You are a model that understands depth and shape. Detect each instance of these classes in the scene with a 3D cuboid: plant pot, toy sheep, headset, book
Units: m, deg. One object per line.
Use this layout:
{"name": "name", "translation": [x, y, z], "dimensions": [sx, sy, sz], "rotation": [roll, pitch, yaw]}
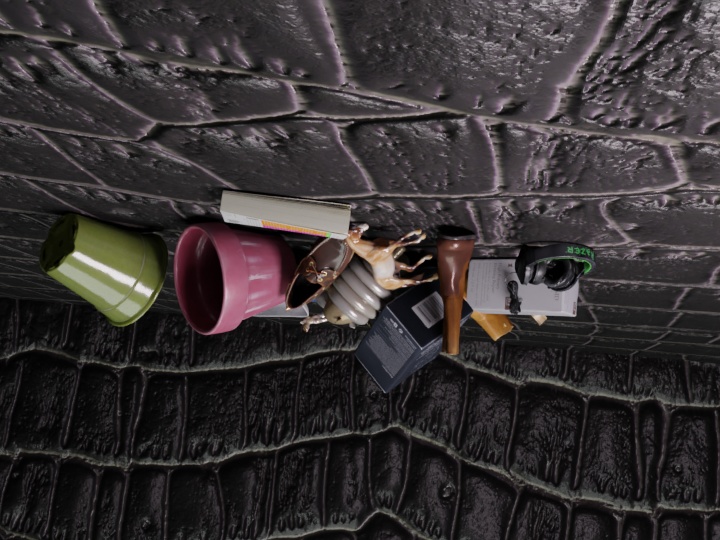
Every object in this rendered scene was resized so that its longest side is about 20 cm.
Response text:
{"name": "plant pot", "translation": [-0.224, 0.007, 1.714], "dimensions": [0.178, 0.202, 0.199], "rotation": [-7, -179, -37]}
{"name": "toy sheep", "translation": [0.006, 0.022, 1.712], "dimensions": [0.138, 0.200, 0.138], "rotation": [41, -168, -10]}
{"name": "headset", "translation": [0.321, 0.011, 1.612], "dimensions": [0.122, 0.095, 0.200], "rotation": [11, 159, -27]}
{"name": "book", "translation": [-0.119, -0.083, 1.470], "dimensions": [0.198, 0.049, 0.134], "rotation": [8, 174, -5]}
{"name": "plant pot", "translation": [-0.511, -0.017, 1.796], "dimensions": [0.199, 0.202, 0.189], "rotation": [-2, 157, 43]}

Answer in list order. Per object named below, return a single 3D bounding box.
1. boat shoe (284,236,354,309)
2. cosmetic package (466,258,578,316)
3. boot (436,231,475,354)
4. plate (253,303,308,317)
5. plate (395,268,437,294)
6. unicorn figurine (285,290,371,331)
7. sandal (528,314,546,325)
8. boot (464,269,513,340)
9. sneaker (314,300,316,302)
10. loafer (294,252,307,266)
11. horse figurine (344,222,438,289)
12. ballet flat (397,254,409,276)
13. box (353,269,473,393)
{"name": "boat shoe", "translation": [-0.074, 0.001, 1.634], "dimensions": [0.070, 0.070, 0.200], "rotation": [36, 134, 1]}
{"name": "cosmetic package", "translation": [0.304, 0.031, 1.738], "dimensions": [0.199, 0.103, 0.074], "rotation": [-2, 171, 37]}
{"name": "boot", "translation": [0.150, 0.041, 1.564], "dimensions": [0.068, 0.202, 0.188], "rotation": [6, 172, -1]}
{"name": "plate", "translation": [-0.210, 0.012, 1.915], "dimensions": [0.199, 0.032, 0.200], "rotation": [-2, 128, 46]}
{"name": "plate", "translation": [0.087, 0.027, 1.863], "dimensions": [0.198, 0.026, 0.200], "rotation": [-11, -176, 1]}
{"name": "unicorn figurine", "translation": [-0.067, 0.062, 1.798], "dimensions": [0.137, 0.201, 0.074], "rotation": [-30, 168, -26]}
{"name": "sandal", "translation": [0.329, 0.037, 1.854], "dimensions": [0.078, 0.070, 0.212], "rotation": [46, -178, -29]}
{"name": "boot", "translation": [0.235, 0.074, 1.846], "dimensions": [0.071, 0.145, 0.200], "rotation": [-39, 162, 30]}
{"name": "sneaker", "translation": [-0.069, 0.026, 1.993], "dimensions": [0.199, 0.079, 0.070], "rotation": [3, -169, -41]}
{"name": "loafer", "translation": [-0.088, -0.007, 1.920], "dimensions": [0.198, 0.073, 0.063], "rotation": [7, 153, -7]}
{"name": "horse figurine", "translation": [0.058, -0.018, 1.603], "dimensions": [0.131, 0.050, 0.200], "rotation": [-15, 143, 10]}
{"name": "ballet flat", "translation": [0.000, 0.000, 1.817], "dimensions": [0.198, 0.068, 0.072], "rotation": [1, -155, 27]}
{"name": "box", "translation": [0.098, 0.118, 1.752], "dimensions": [0.148, 0.107, 0.200], "rotation": [-32, 164, -34]}
